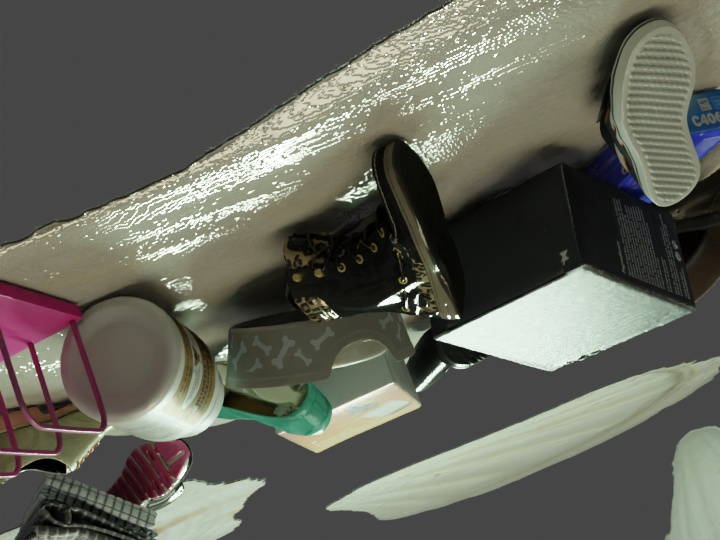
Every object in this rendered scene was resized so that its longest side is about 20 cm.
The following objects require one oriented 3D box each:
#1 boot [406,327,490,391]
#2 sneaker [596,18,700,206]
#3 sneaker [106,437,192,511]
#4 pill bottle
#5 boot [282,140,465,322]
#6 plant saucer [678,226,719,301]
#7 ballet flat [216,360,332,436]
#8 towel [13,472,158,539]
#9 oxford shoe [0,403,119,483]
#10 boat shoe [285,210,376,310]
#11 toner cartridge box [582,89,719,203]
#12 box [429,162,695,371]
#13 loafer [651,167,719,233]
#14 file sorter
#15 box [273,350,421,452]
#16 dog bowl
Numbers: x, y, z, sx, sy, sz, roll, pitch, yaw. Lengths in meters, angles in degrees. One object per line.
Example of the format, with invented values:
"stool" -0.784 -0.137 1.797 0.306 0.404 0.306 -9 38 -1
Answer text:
"boot" 0.104 0.096 1.535 0.165 0.066 0.200 -44 -179 -39
"sneaker" 0.242 -0.146 1.078 0.078 0.080 0.201 -26 138 -5
"sneaker" -0.270 0.273 1.671 0.087 0.074 0.200 -23 161 -47
"pill bottle" -0.197 0.102 1.187 0.113 0.115 0.200 -23 163 3
"boot" 0.002 -0.023 1.103 0.149 0.074 0.201 -6 140 19
"plant saucer" 0.348 -0.014 1.468 0.199 0.201 0.035 -31 117 26
"ballet flat" -0.124 0.129 1.364 0.198 0.068 0.071 10 146 26
"towel" -0.364 0.355 1.636 0.164 0.086 0.200 24 147 -13
"oxford shoe" -0.313 0.184 1.351 0.198 0.074 0.071 -9 159 -35
"boat shoe" 0.000 0.000 1.211 0.072 0.063 0.199 -1 153 -48
"toner cartridge box" 0.288 -0.109 1.274 0.094 0.044 0.200 -14 161 -27
"box" 0.200 0.004 1.278 0.199 0.119 0.196 17 146 -41
"loafer" 0.341 -0.075 1.412 0.198 0.072 0.073 -15 -173 25
"file sorter" -0.335 0.116 1.044 0.198 0.127 0.139 -26 162 13
"box" -0.027 0.131 1.486 0.151 0.107 0.200 -24 163 6
"dog bowl" -0.045 0.071 1.269 0.198 0.059 0.200 -10 -178 0
